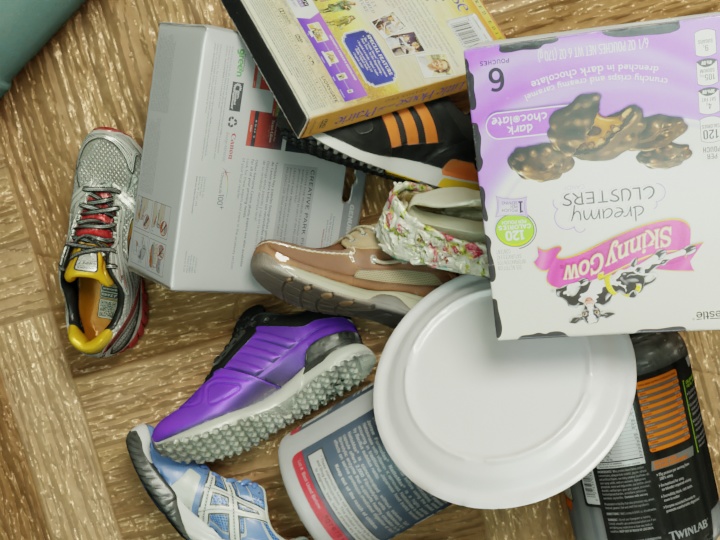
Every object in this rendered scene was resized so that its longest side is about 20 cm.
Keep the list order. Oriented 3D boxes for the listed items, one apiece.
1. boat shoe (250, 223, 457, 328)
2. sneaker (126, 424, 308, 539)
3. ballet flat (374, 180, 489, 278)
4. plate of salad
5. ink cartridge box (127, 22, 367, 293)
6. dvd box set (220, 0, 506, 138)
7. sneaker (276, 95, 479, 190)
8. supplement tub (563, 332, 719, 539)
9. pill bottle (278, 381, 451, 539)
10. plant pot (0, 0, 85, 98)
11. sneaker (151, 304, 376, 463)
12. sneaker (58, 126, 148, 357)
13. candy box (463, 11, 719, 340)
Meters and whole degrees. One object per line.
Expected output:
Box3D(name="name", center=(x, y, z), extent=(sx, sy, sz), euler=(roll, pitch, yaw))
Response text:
Box3D(name="boat shoe", center=(0.000, 0.000, 0.874), extent=(0.199, 0.075, 0.072), euler=(16, 74, -34))
Box3D(name="sneaker", center=(-0.128, 0.208, 0.943), extent=(0.077, 0.076, 0.200), euler=(-43, 88, -16))
Box3D(name="ballet flat", center=(0.106, -0.028, 0.809), extent=(0.198, 0.076, 0.064), euler=(7, 131, 11))
Box3D(name="plate of salad", center=(0.106, 0.085, 0.800), extent=(0.198, 0.048, 0.201), euler=(-11, 54, 16))
Box3D(name="ink cartridge box", center=(-0.085, -0.086, 0.878), extent=(0.174, 0.084, 0.202), euler=(4, 100, -38))
Box3D(name="dvd box set", center=(0.007, -0.189, 0.820), extent=(0.199, 0.029, 0.147), euler=(-21, 72, -29))
Box3D(name="sneaker", center=(0.025, -0.121, 0.852), extent=(0.199, 0.070, 0.091), euler=(14, 92, -34))
Box3D(name="supplement tub", center=(0.214, 0.125, 0.864), extent=(0.121, 0.123, 0.202), euler=(-12, 95, 8))
Box3D(name="pill bottle", center=(0.043, 0.144, 0.888), extent=(0.199, 0.120, 0.120), euler=(-31, 92, 10))
Box3D(name="plant pot", center=(-0.309, -0.248, 0.856), extent=(0.196, 0.200, 0.201), euler=(-40, 91, 2))
Box3D(name="sneaker", center=(-0.094, 0.087, 0.916), extent=(0.199, 0.070, 0.100), euler=(-26, 63, -7))
Box3D(name="sneaker", center=(-0.217, -0.022, 0.919), extent=(0.077, 0.082, 0.202), euler=(1, 96, 7))
Box3D(name="candy box", center=(0.166, -0.060, 0.715), extent=(0.166, 0.072, 0.202), euler=(-4, 103, 17))
